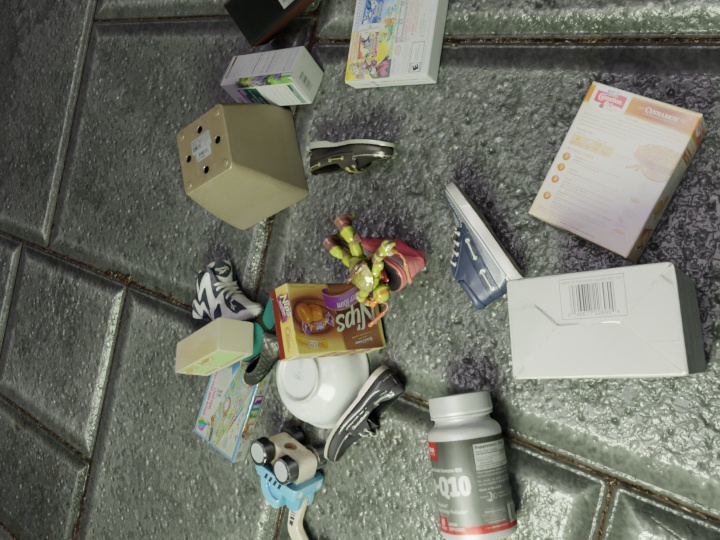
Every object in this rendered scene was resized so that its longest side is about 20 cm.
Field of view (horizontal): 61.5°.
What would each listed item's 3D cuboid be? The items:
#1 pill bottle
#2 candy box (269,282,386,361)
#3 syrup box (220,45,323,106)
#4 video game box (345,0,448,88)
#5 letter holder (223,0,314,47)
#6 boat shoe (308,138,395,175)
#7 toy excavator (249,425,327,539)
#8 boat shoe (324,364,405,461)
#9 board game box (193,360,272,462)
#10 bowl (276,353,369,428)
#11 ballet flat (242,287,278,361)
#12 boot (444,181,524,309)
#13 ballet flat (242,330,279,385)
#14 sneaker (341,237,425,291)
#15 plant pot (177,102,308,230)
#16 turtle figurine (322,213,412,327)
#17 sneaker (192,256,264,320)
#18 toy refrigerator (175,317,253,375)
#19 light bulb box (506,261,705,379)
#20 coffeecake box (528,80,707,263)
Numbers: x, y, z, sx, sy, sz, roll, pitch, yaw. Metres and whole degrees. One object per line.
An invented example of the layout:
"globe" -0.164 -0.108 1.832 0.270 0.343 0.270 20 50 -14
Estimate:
"pill bottle" 0.162 0.287 0.906 0.113 0.113 0.203 -16 76 32
"candy box" -0.051 0.084 1.023 0.056 0.198 0.118 -24 71 45
"syrup box" -0.181 -0.388 1.229 0.198 0.079 0.082 6 67 34
"video game box" 0.066 -0.437 1.095 0.180 0.047 0.203 9 90 33
"letter holder" -0.155 -0.568 1.244 0.199 0.142 0.101 -31 100 28
"boat shoe" -0.018 -0.207 1.116 0.199 0.071 0.062 7 93 42
"toy excavator" -0.121 0.420 1.113 0.193 0.099 0.203 25 112 36
"boat shoe" 0.006 0.260 1.044 0.062 0.072 0.201 37 102 21
"board game box" -0.266 0.271 1.256 0.133 0.034 0.203 24 98 34
"bowl" -0.088 0.190 1.107 0.199 0.090 0.205 -4 83 34
"ballet flat" -0.172 0.110 1.182 0.200 0.068 0.068 -50 61 31
"boot" 0.168 -0.041 0.961 0.090 0.072 0.202 -38 66 19
"ballet flat" -0.182 0.158 1.122 0.200 0.056 0.067 -48 17 48
"sneaker" 0.039 -0.023 1.064 0.199 0.086 0.075 27 139 51
"plant pot" -0.250 -0.219 1.212 0.198 0.176 0.203 -22 73 31
"turtle figurine" 0.000 0.000 0.980 0.162 0.064 0.201 54 150 22
"sneaker" -0.278 0.037 1.262 0.197 0.079 0.132 1 94 45
"toy refrigerator" -0.292 0.158 1.202 0.199 0.075 0.071 -27 58 46
"light bulb box" 0.315 0.074 0.770 0.196 0.199 0.127 -8 79 34
"coffeecake box" 0.354 -0.136 0.843 0.153 0.073 0.202 32 103 33
